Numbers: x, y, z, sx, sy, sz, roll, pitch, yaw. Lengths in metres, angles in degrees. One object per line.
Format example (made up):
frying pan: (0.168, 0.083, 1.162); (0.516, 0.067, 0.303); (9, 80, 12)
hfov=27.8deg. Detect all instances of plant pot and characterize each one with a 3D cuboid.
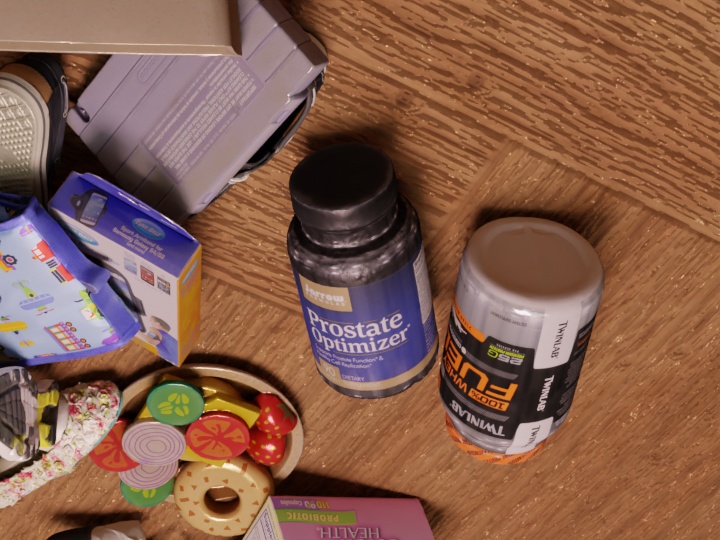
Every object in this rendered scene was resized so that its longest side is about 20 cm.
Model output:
plant pot: (-0.175, -0.230, 0.926); (0.197, 0.200, 0.180); (1, 96, -3)

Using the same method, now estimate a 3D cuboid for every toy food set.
toy food set: (-0.153, 0.165, 1.374); (0.196, 0.049, 0.201); (21, 127, -20)

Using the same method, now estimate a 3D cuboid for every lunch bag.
lunch bag: (-0.278, 0.007, 1.151); (0.198, 0.095, 0.151); (1, 138, 35)

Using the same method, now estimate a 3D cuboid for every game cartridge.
game cartridge: (-0.124, -0.133, 1.085); (0.130, 0.038, 0.200); (47, 122, -1)

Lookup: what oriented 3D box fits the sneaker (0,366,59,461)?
sneaker: (-0.307, 0.123, 1.209); (0.083, 0.076, 0.200); (-2, 170, 1)

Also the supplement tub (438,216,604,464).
supplement tub: (0.133, 0.065, 1.251); (0.121, 0.123, 0.202); (3, 131, -5)

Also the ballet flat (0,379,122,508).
ballet flat: (-0.303, 0.162, 1.345); (0.199, 0.076, 0.064); (-38, 140, 25)

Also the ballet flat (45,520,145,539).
ballet flat: (-0.224, 0.290, 1.475); (0.199, 0.068, 0.069); (26, 116, -35)

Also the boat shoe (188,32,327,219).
boat shoe: (-0.102, -0.102, 1.135); (0.071, 0.068, 0.200); (31, 125, -28)

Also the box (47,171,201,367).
box: (-0.185, -0.001, 1.157); (0.118, 0.042, 0.200); (29, 156, 8)

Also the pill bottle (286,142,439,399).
pill bottle: (0.000, 0.000, 1.196); (0.110, 0.113, 0.201); (-8, 131, 5)

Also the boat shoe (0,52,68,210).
boat shoe: (-0.264, -0.095, 1.134); (0.074, 0.063, 0.201); (29, 143, 1)

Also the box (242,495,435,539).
box: (-0.042, 0.324, 1.456); (0.174, 0.097, 0.201); (6, 134, -30)
